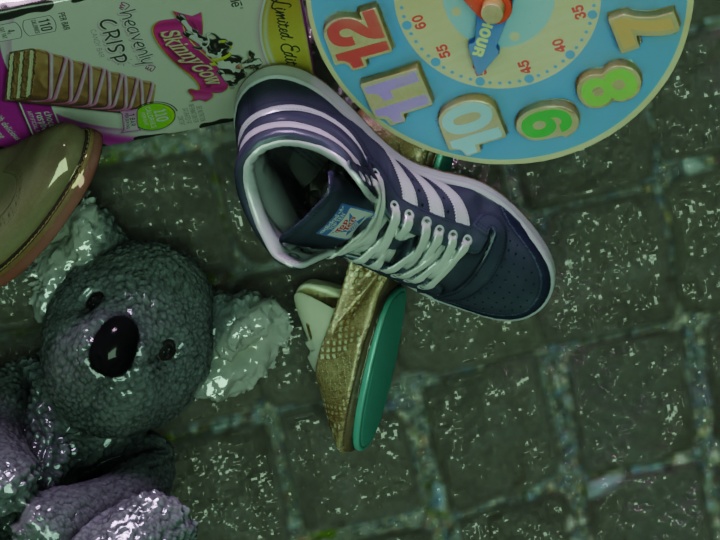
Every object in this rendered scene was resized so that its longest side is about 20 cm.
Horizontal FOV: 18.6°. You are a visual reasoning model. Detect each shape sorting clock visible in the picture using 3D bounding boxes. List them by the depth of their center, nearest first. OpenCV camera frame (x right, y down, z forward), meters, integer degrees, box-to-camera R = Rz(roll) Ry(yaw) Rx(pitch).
[{"bbox_3d":[0.069,-0.139,1.117,0.198,0.039,0.201,6,127,8],"label":"shape sorting clock"}]

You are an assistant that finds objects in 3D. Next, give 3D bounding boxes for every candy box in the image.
[{"bbox_3d":[-0.128,-0.126,1.145,0.198,0.137,0.061,-12,61,0],"label":"candy box"}]

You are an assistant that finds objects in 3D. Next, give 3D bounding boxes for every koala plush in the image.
[{"bbox_3d":[-0.145,0.069,1.200,0.176,0.184,0.201,25,81,3],"label":"koala plush"}]

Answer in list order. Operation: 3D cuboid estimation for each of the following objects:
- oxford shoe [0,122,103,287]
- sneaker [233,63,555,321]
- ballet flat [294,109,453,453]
[{"bbox_3d":[-0.220,-0.028,1.162,0.199,0.071,0.075,-31,125,27],"label":"oxford shoe"},{"bbox_3d":[0.016,-0.021,1.123,0.199,0.109,0.070,34,109,-12],"label":"sneaker"},{"bbox_3d":[0.000,0.000,1.227,0.065,0.070,0.202,18,98,12],"label":"ballet flat"}]
